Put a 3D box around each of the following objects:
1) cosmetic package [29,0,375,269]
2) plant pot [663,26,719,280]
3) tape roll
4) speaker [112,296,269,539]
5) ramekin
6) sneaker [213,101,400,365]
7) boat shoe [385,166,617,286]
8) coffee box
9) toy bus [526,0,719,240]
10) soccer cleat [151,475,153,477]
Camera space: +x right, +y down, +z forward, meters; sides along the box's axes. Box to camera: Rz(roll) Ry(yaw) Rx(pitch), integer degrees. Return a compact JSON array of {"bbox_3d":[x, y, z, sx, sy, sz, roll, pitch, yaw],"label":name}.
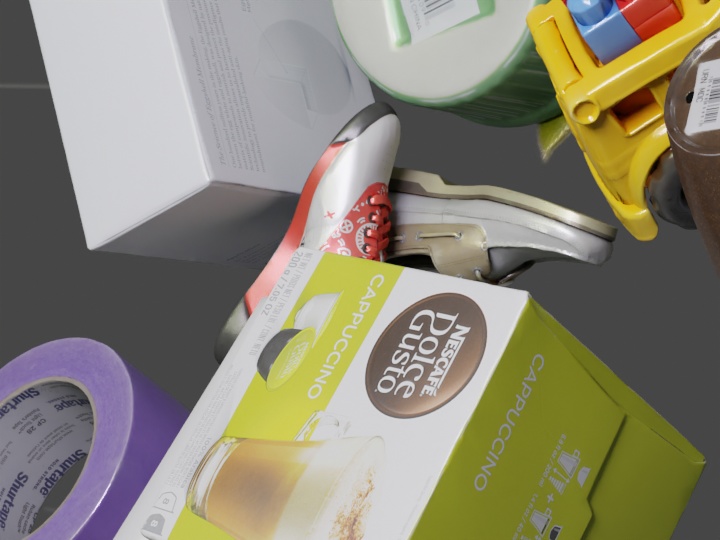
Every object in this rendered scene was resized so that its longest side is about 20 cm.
[{"bbox_3d":[-0.099,-0.117,1.857,0.123,0.200,0.200,-26,69,33],"label":"cosmetic package"},{"bbox_3d":[0.257,-0.048,1.533,0.186,0.200,0.188,-24,45,27],"label":"plant pot"},{"bbox_3d":[-0.205,0.152,1.881,0.199,0.085,0.201,-25,44,27],"label":"tape roll"},{"bbox_3d":[-0.075,0.117,1.667,0.081,0.081,0.200,12,65,47],"label":"speaker"},{"bbox_3d":[0.074,-0.196,1.828,0.199,0.098,0.201,2,93,37],"label":"ramekin"},{"bbox_3d":[0.000,0.001,1.768,0.108,0.067,0.202,32,91,22],"label":"sneaker"},{"bbox_3d":[0.081,-0.018,1.778,0.200,0.075,0.069,12,83,46],"label":"boat shoe"},{"bbox_3d":[0.039,0.130,1.586,0.197,0.200,0.200,12,68,46],"label":"coffee box"},{"bbox_3d":[0.200,-0.148,1.657,0.199,0.192,0.136,-30,40,10],"label":"toy bus"},{"bbox_3d":[-0.088,0.139,1.787,0.200,0.085,0.069,-49,39,-1],"label":"soccer cleat"}]
